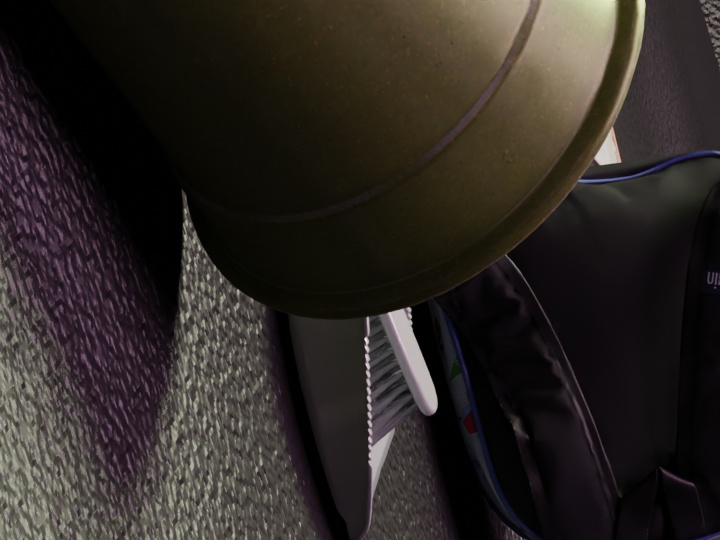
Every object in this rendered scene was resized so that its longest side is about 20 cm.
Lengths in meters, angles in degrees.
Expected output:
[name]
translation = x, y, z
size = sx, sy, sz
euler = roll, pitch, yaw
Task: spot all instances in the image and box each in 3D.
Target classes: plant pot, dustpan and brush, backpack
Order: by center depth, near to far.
[plant pot]
translation = -0.032, -0.115, 1.039
size = 0.190, 0.200, 0.200
euler = 41, 34, -44
[dustpan and brush]
translation = 0.000, 0.000, 1.246
size = 0.140, 0.057, 0.200
euler = -69, 142, -67
[backpack]
translation = 0.124, 0.049, 1.471
size = 0.154, 0.199, 0.191
euler = 72, 9, -81

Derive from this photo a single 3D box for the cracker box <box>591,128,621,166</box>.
[cracker box]
translation = 0.103, -0.121, 1.787
size = 0.200, 0.058, 0.134
euler = 38, 39, -69
